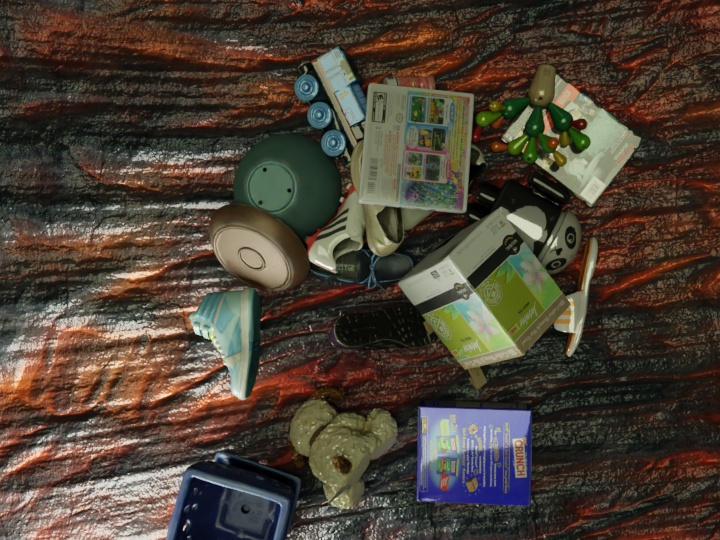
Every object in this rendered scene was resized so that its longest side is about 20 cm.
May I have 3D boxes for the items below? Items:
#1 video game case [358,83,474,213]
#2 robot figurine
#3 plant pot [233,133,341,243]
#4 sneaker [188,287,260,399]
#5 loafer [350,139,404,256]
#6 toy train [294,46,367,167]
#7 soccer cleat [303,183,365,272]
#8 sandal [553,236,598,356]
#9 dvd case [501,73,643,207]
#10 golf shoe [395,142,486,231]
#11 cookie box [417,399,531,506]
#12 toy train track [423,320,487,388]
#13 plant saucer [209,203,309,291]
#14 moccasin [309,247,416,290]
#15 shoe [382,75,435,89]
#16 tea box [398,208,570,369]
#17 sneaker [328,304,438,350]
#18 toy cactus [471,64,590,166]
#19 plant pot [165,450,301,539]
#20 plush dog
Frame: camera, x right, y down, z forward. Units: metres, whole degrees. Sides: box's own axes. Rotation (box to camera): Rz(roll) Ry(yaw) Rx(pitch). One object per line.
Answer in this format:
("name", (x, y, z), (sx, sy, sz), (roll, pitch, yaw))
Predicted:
("video game case", (0.094, -0.203, 1.421), (0.179, 0.024, 0.203), (5, 83, -3))
("robot figurine", (0.276, -0.074, 1.447), (0.198, 0.151, 0.125), (29, 60, 6))
("plant pot", (-0.141, -0.144, 1.502), (0.197, 0.135, 0.203), (1, 94, 9))
("sneaker", (-0.253, 0.132, 1.567), (0.128, 0.080, 0.203), (2, 85, 7))
("loafer", (0.039, -0.126, 1.455), (0.075, 0.068, 0.203), (-19, 99, -33))
("toy train", (-0.035, -0.287, 1.498), (0.113, 0.087, 0.202), (-27, 89, 13))
("soccer cleat", (-0.014, -0.083, 1.497), (0.085, 0.069, 0.200), (35, 74, 23))
("sandal", (0.362, 0.042, 1.472), (0.058, 0.079, 0.210), (11, 87, 9))
("dvd case", (0.365, -0.228, 1.477), (0.199, 0.022, 0.147), (38, 98, 6))
("golf shoe", (0.135, -0.139, 1.473), (0.077, 0.095, 0.200), (32, 104, -39))
("cookie box", (0.201, 0.321, 1.509), (0.197, 0.075, 0.174), (1, 94, 9))
("toy train track", (0.166, 0.116, 1.514), (0.114, 0.032, 0.202), (-30, 96, -32))
("plant saucer", (-0.185, -0.030, 1.501), (0.198, 0.201, 0.035), (25, 53, 6))
("moccasin", (0.000, 0.000, 1.522), (0.197, 0.068, 0.082), (-5, 93, 9))
("shoe", (0.090, -0.239, 1.492), (0.090, 0.072, 0.203), (-6, 107, -10))
("tea box", (0.199, 0.038, 1.403), (0.133, 0.200, 0.197), (-41, 93, -24))
("sneaker", (0.040, 0.107, 1.530), (0.197, 0.088, 0.077), (1, 74, -15))
("toy cactus", (0.293, -0.266, 1.438), (0.197, 0.102, 0.168), (12, 85, 17))
("plant pot", (-0.219, 0.445, 1.528), (0.197, 0.180, 0.203), (16, 97, 7))
("plush dog", (-0.058, 0.306, 1.526), (0.171, 0.160, 0.202), (34, 97, 32))
